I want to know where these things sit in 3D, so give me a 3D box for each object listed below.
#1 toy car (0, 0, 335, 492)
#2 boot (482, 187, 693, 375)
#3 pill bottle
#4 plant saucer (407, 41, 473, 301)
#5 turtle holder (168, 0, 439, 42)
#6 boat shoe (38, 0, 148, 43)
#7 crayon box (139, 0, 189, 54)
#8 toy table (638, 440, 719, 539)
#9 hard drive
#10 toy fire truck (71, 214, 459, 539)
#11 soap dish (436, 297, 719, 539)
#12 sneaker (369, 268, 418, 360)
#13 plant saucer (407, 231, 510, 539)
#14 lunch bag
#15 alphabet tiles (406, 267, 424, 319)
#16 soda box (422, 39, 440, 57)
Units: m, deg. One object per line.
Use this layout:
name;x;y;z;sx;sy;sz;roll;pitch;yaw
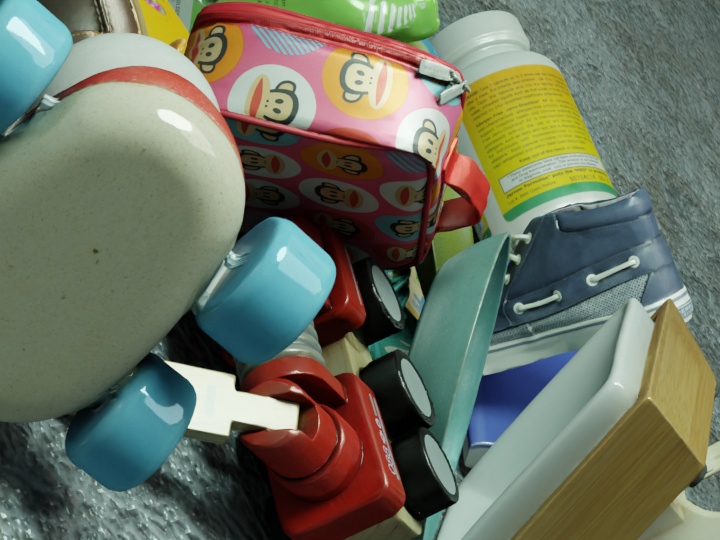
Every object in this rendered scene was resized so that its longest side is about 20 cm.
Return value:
toy car;-0.125;-0.039;0.969;0.184;0.177;0.200;40;20;-17
boot;0.114;0.009;1.370;0.073;0.200;0.090;-29;102;-58
pill bottle;0.122;-0.102;1.679;0.113;0.113;0.200;24;40;-56
plant saucer;0.043;-0.065;1.360;0.200;0.031;0.200;169;-90;-87
turtle holder;-0.058;-0.178;1.280;0.141;0.185;0.132;69;22;-6
boat shoe;-0.143;-0.084;1.078;0.070;0.070;0.200;-6;80;-70
crayon box;-0.174;-0.166;1.179;0.200;0.058;0.119;57;21;-5
toy table;0.209;0.157;1.519;0.184;0.117;0.200;59;20;-1
hard drive;0.130;0.067;1.467;0.132;0.025;0.200;9;38;-9
toy fire truck;-0.059;0.049;1.093;0.200;0.129;0.176;48;21;-52
soap dish;0.129;0.124;1.263;0.081;0.200;0.157;38;23;-3
sneaker;0.000;0.000;1.310;0.200;0.080;0.078;54;21;-24
plant saucer;0.047;0.070;1.250;0.036;0.200;0.200;15;23;6
lunch bag;-0.015;-0.063;1.157;0.200;0.176;0.082;102;3;-72
alphabet tiles;0.048;0.003;1.517;0.166;0.006;0.200;53;22;-15
soda box;-0.025;-0.207;1.561;0.200;0.064;0.068;51;22;-17
